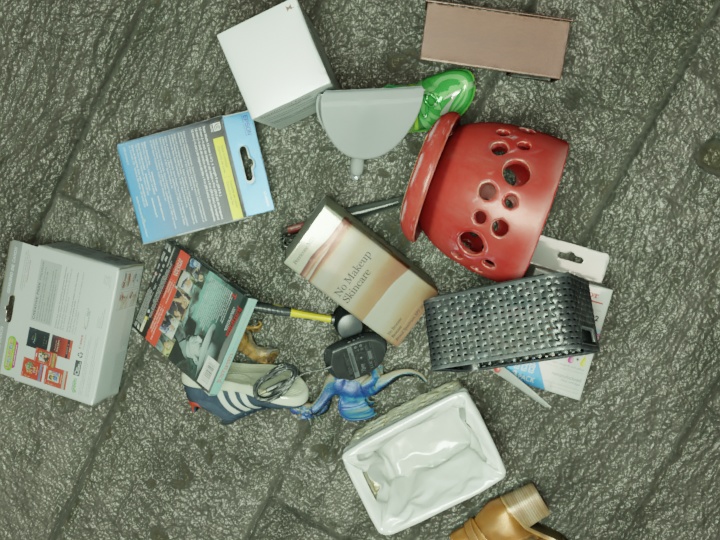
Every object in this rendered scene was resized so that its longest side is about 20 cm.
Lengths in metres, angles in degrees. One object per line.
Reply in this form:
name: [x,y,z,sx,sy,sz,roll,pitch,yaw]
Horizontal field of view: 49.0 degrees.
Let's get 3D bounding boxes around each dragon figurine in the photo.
dragon figurine: [-0.003,0.181,1.152,0.195,0.059,0.102,3,97,4]

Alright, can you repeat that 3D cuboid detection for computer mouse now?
computer mouse: [-0.056,0.132,1.095,0.196,0.034,0.060,-18,116,-8]

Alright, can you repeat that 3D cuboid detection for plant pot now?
plant pot: [0.159,-0.103,1.044,0.180,0.200,0.204,23,98,9]

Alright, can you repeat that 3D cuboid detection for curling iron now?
curling iron: [-0.028,-0.068,1.143,0.197,0.026,0.050,-22,107,4]

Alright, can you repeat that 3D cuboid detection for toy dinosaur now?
toy dinosaur: [-0.210,0.079,1.153,0.196,0.060,0.108,22,99,1]

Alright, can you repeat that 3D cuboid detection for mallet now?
mallet: [-0.090,0.062,1.113,0.196,0.066,0.042,9,100,-18]

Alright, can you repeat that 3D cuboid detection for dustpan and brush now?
dustpan and brush: [0.004,-0.178,1.054,0.136,0.058,0.202,-5,141,-10]

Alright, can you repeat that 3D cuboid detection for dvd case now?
dvd case: [-0.239,0.062,1.119,0.198,0.022,0.148,30,100,37]

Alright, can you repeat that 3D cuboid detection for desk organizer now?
desk organizer: [0.180,-0.311,1.078,0.195,0.072,0.079,9,100,3]

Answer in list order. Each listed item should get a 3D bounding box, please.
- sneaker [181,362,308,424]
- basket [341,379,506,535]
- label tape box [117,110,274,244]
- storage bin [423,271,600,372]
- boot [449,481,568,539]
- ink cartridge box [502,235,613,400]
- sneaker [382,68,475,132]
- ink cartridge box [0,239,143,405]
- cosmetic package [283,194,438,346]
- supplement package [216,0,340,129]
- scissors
sneaker: [-0.165,0.187,1.153,0.196,0.075,0.086,8,115,20]
basket: [0.089,0.257,1.122,0.197,0.123,0.137,-28,94,6]
label tape box: [-0.229,-0.133,1.129,0.196,0.066,0.146,-14,96,3]
storage bin: [0.193,0.071,1.020,0.197,0.134,0.096,-12,77,29]
boot: [0.236,0.430,1.161,0.153,0.074,0.202,-32,82,6]
ink cartridge box: [0.278,0.064,1.115,0.113,0.068,0.204,15,98,3]
sneaker: [0.067,-0.222,1.088,0.196,0.084,0.076,-18,96,5]
ink cartridge box: [-0.428,0.068,1.151,0.172,0.084,0.204,15,97,8]
cosmetic package: [0.000,0.000,1.101,0.198,0.087,0.104,35,100,-10]
supplement package: [-0.098,-0.264,1.035,0.108,0.200,0.116,-23,94,6]
scissors: [0.184,0.124,1.104,0.198,0.014,0.075,20,98,36]
